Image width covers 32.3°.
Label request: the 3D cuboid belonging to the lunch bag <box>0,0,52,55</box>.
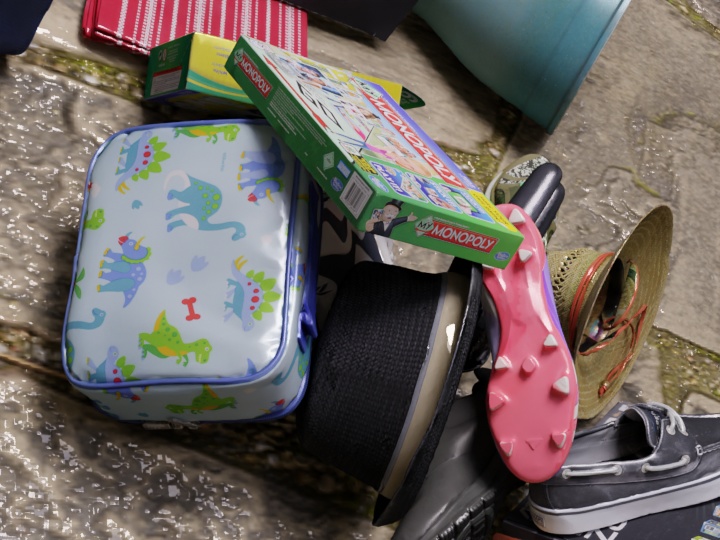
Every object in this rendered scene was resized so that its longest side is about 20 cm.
[{"bbox_3d":[-0.282,-0.236,0.837,0.132,0.200,0.137,-12,72,-37],"label":"lunch bag"}]

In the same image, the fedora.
[{"bbox_3d":[0.012,0.064,0.835,0.091,0.201,0.202,19,48,-3],"label":"fedora"}]

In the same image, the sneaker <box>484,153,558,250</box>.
[{"bbox_3d":[0.149,-0.044,1.087,0.077,0.089,0.201,36,45,-9],"label":"sneaker"}]

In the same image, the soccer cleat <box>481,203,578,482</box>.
[{"bbox_3d":[0.118,0.050,0.893,0.076,0.066,0.202,33,46,-71],"label":"soccer cleat"}]

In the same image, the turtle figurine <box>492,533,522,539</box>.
[{"bbox_3d":[0.129,0.276,0.840,0.161,0.065,0.200,-34,52,-29],"label":"turtle figurine"}]

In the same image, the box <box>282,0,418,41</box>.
[{"bbox_3d":[-0.037,-0.340,1.143,0.181,0.104,0.201,15,48,-31],"label":"box"}]

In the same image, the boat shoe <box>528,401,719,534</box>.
[{"bbox_3d":[0.214,0.130,0.914,0.198,0.068,0.072,-13,25,-13],"label":"boat shoe"}]

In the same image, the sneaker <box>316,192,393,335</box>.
[{"bbox_3d":[0.000,0.000,0.965,0.199,0.079,0.131,-39,114,-72],"label":"sneaker"}]

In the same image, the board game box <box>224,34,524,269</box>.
[{"bbox_3d":[0.006,-0.080,0.824,0.134,0.029,0.200,12,28,-41],"label":"board game box"}]

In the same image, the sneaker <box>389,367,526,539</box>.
[{"bbox_3d":[0.069,0.148,0.913,0.090,0.076,0.200,30,49,23],"label":"sneaker"}]

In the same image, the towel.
[{"bbox_3d":[-0.134,-0.211,1.052,0.199,0.022,0.146,20,48,-26],"label":"towel"}]

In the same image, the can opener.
[{"bbox_3d":[0.101,-0.002,0.971,0.078,0.063,0.201,33,80,18],"label":"can opener"}]

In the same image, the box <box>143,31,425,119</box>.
[{"bbox_3d":[-0.058,-0.136,0.973,0.198,0.117,0.049,8,90,-26],"label":"box"}]

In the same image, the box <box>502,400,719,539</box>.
[{"bbox_3d":[0.226,0.180,0.945,0.200,0.160,0.050,-32,123,-44],"label":"box"}]

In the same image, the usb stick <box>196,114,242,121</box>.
[{"bbox_3d":[-0.032,-0.092,0.951,0.198,0.033,0.055,10,11,18],"label":"usb stick"}]

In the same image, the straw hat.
[{"bbox_3d":[0.184,0.024,1.041,0.085,0.202,0.201,24,37,27],"label":"straw hat"}]

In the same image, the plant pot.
[{"bbox_3d":[0.155,-0.264,1.186,0.187,0.201,0.200,31,45,4],"label":"plant pot"}]

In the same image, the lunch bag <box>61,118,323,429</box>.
[{"bbox_3d":[-0.103,0.001,0.816,0.159,0.083,0.202,-4,61,10],"label":"lunch bag"}]
